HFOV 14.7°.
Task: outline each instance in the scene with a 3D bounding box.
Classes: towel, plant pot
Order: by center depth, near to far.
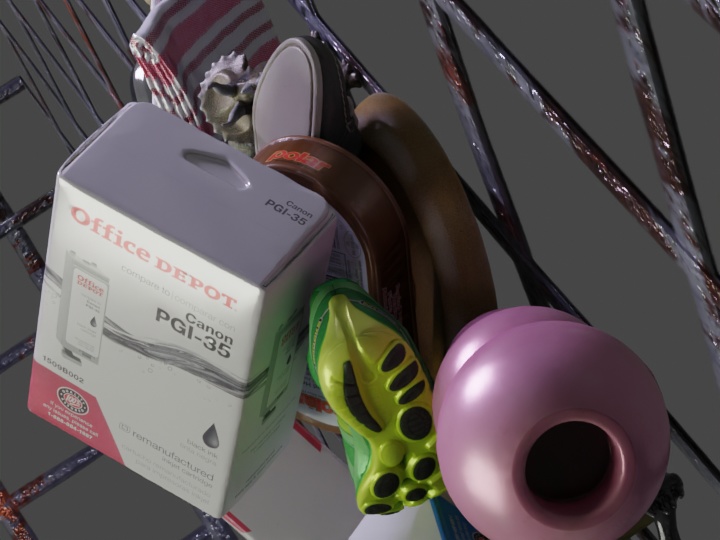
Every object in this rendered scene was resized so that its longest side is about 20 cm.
[{"bbox_3d":[0.026,-0.007,1.679,0.201,0.027,0.200,90,154,-42],"label":"plant pot"},{"bbox_3d":[-0.071,-0.101,1.820,0.201,0.030,0.146,64,-148,-21],"label":"towel"}]

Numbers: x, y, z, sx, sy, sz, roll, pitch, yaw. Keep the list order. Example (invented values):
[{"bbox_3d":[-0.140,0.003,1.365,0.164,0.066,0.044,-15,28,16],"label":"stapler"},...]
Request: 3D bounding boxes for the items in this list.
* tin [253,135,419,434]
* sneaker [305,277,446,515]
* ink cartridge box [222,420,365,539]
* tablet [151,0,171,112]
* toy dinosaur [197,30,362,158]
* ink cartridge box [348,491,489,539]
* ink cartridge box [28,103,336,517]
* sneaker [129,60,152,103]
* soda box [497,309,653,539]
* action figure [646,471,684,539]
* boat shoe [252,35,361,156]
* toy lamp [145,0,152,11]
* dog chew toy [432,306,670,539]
[{"bbox_3d":[-0.024,0.013,1.650,0.112,0.042,0.201,19,134,30],"label":"tin"},{"bbox_3d":[0.014,0.072,1.602,0.200,0.074,0.084,74,176,-54],"label":"sneaker"},{"bbox_3d":[-0.068,0.139,1.929,0.146,0.083,0.200,41,175,-7],"label":"ink cartridge box"},{"bbox_3d":[-0.098,-0.091,1.813,0.130,0.014,0.201,25,-123,-54],"label":"tablet"},{"bbox_3d":[-0.048,-0.084,1.755,0.077,0.102,0.200,51,164,34],"label":"toy dinosaur"},{"bbox_3d":[0.103,0.211,1.713,0.199,0.084,0.146,31,-165,-18],"label":"ink cartridge box"},{"bbox_3d":[-0.107,0.024,1.621,0.146,0.083,0.201,28,136,15],"label":"ink cartridge box"},{"bbox_3d":[-0.121,-0.055,1.886,0.114,0.076,0.200,-9,125,37],"label":"sneaker"},{"bbox_3d":[0.099,0.095,1.732,0.200,0.064,0.068,50,170,45],"label":"soda box"},{"bbox_3d":[0.170,0.217,1.591,0.102,0.118,0.201,-76,-33,-64],"label":"action figure"},{"bbox_3d":[-0.028,-0.066,1.670,0.067,0.057,0.201,51,147,34],"label":"boat shoe"},{"bbox_3d":[-0.148,-0.195,2.128,0.058,0.058,0.200,48,168,49],"label":"toy lamp"},{"bbox_3d":[0.093,0.076,1.509,0.125,0.124,0.200,59,180,-18],"label":"dog chew toy"}]
